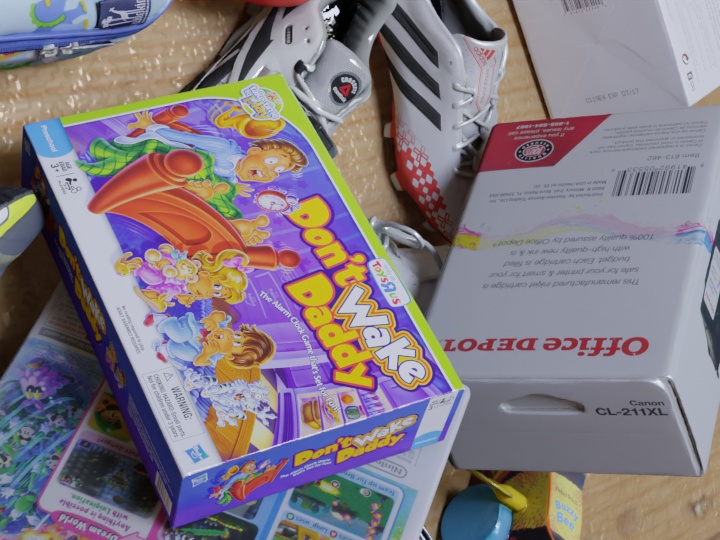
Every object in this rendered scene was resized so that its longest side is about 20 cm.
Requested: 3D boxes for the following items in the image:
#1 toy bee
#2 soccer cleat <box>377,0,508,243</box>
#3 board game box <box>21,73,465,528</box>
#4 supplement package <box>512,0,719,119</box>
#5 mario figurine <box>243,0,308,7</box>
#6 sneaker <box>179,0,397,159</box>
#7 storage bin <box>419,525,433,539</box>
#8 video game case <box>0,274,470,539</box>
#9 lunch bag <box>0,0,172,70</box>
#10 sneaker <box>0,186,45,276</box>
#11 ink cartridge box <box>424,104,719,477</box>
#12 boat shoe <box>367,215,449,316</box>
[{"bbox_3d":[0.109,0.170,0.956,0.131,0.109,0.200,12,77,-44],"label":"toy bee"},{"bbox_3d":[0.056,-0.107,0.949,0.069,0.085,0.200,-23,102,-44],"label":"soccer cleat"},{"bbox_3d":[-0.059,0.005,0.729,0.134,0.045,0.200,-15,57,-24],"label":"board game box"},{"bbox_3d":[0.213,-0.187,1.095,0.200,0.114,0.110,-34,110,-43],"label":"supplement package"},{"bbox_3d":[-0.063,-0.235,0.828,0.123,0.106,0.200,-28,100,-21],"label":"mario figurine"},{"bbox_3d":[-0.043,-0.090,0.850,0.074,0.088,0.200,43,59,-34],"label":"sneaker"},{"bbox_3d":[-0.005,0.211,0.741,0.135,0.094,0.200,-32,84,-29],"label":"storage bin"},{"bbox_3d":[-0.069,0.088,0.706,0.200,0.024,0.182,22,51,3],"label":"video game case"},{"bbox_3d":[-0.178,-0.191,0.732,0.161,0.082,0.200,-13,93,-42],"label":"lunch bag"},{"bbox_3d":[-0.202,0.043,0.698,0.200,0.074,0.081,-55,132,-26],"label":"sneaker"},{"bbox_3d":[0.125,0.010,0.865,0.083,0.146,0.200,63,37,-40],"label":"ink cartridge box"},{"bbox_3d":[-0.004,-0.001,0.883,0.202,0.075,0.086,-17,115,-38],"label":"boat shoe"}]
